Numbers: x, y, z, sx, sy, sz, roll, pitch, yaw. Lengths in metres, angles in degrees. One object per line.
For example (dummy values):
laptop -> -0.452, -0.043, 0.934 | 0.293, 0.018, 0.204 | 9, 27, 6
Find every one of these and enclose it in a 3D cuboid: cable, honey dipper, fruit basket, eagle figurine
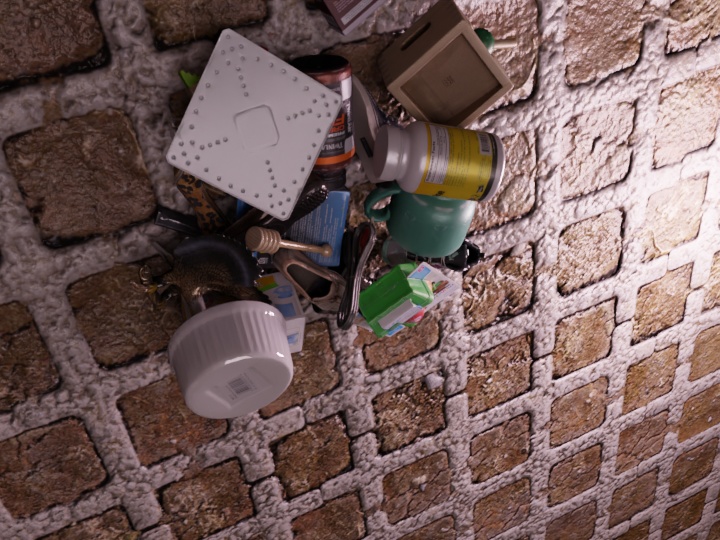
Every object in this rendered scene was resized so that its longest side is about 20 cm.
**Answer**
cable -> 0.000, 0.000, 1.186 | 0.050, 0.205, 0.096 | 16, 154, -36
honey dipper -> -0.106, -0.041, 1.124 | 0.198, 0.038, 0.038 | 7, 117, -55
fruit basket -> 0.086, 0.067, 1.296 | 0.184, 0.095, 0.199 | -36, 148, 15
eagle figurine -> -0.249, 0.016, 1.110 | 0.195, 0.152, 0.154 | -16, 108, -4

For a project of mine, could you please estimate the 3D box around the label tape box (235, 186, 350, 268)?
label tape box -> -0.126, -0.082, 1.196 | 0.195, 0.063, 0.147 | -1, 118, -22

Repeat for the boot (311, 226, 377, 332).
boot -> 0.010, 0.020, 1.332 | 0.171, 0.069, 0.203 | 14, 115, -38

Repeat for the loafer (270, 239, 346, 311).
loafer -> -0.079, 0.025, 1.203 | 0.072, 0.063, 0.199 | -44, 128, 8

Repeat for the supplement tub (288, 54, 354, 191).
supplement tub -> -0.061, -0.233, 1.113 | 0.105, 0.107, 0.204 | -14, 123, -18

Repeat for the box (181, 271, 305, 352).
box -> -0.207, 0.090, 1.212 | 0.196, 0.114, 0.103 | -11, 142, -20

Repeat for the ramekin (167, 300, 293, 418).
ramekin -> -0.201, 0.149, 1.108 | 0.196, 0.099, 0.203 | -17, 145, -12

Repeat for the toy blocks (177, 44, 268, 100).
toy blocks -> -0.169, -0.244, 1.061 | 0.135, 0.100, 0.203 | -34, 111, -13

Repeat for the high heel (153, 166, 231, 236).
high heel -> -0.232, -0.130, 1.104 | 0.140, 0.072, 0.201 | 17, 126, -26

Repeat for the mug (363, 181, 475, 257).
mug -> 0.116, -0.113, 1.223 | 0.182, 0.153, 0.116 | -21, 147, -31

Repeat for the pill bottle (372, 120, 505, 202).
pill bottle -> 0.124, -0.178, 1.120 | 0.195, 0.113, 0.115 | 6, 116, -15

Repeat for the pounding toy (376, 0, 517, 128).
pounding toy -> 0.158, -0.344, 1.152 | 0.199, 0.144, 0.183 | -37, 129, 20

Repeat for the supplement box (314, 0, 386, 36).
supplement box -> -0.044, -0.465, 1.015 | 0.108, 0.061, 0.201 | -39, 128, -1

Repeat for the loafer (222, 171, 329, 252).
loafer -> -0.142, -0.098, 1.109 | 0.198, 0.072, 0.073 | -32, 159, 8

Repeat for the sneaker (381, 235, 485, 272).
sneaker -> 0.148, -0.036, 1.302 | 0.196, 0.139, 0.080 | -5, 98, -31

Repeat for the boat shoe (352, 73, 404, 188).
boat shoe -> 0.024, -0.250, 1.181 | 0.093, 0.074, 0.203 | -43, 120, -41

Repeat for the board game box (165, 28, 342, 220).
board game box -> -0.151, -0.206, 1.002 | 0.197, 0.026, 0.203 | 25, 95, -22
